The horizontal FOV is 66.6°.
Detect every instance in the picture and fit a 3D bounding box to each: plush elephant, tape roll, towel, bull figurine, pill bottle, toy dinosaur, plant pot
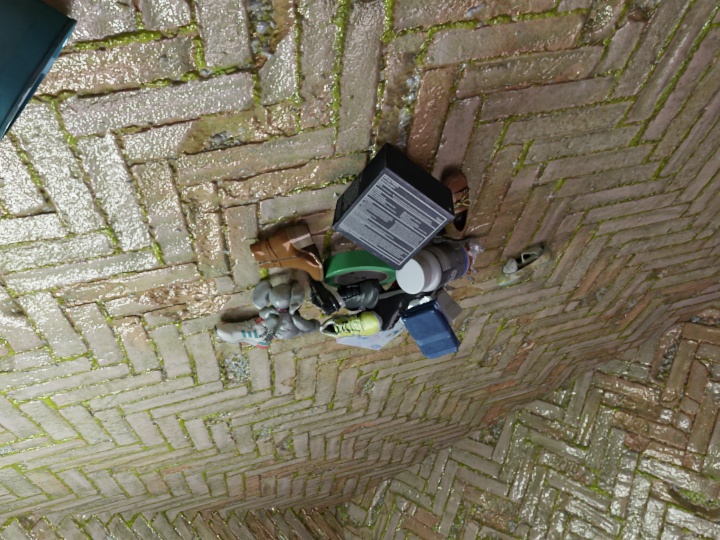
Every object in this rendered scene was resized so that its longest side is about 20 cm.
[{"bbox_3d":[-0.204,0.096,1.483,0.200,0.163,0.156,-25,129,-68],"label":"plush elephant"},{"bbox_3d":[0.000,0.000,1.463,0.198,0.049,0.201,-3,163,-1],"label":"tape roll"},{"bbox_3d":[0.194,0.166,1.516,0.111,0.049,0.200,-19,131,18],"label":"towel"},{"bbox_3d":[0.282,-0.016,1.611,0.199,0.065,0.122,-24,114,20],"label":"bull figurine"},{"bbox_3d":[0.191,-0.009,1.456,0.199,0.114,0.114,-19,154,-43],"label":"pill bottle"},{"bbox_3d":[0.201,-0.092,1.461,0.198,0.088,0.048,1,105,-9],"label":"toy dinosaur"},{"bbox_3d":[-0.516,-0.308,0.720,0.187,0.201,0.200,33,122,-32],"label":"plant pot"}]

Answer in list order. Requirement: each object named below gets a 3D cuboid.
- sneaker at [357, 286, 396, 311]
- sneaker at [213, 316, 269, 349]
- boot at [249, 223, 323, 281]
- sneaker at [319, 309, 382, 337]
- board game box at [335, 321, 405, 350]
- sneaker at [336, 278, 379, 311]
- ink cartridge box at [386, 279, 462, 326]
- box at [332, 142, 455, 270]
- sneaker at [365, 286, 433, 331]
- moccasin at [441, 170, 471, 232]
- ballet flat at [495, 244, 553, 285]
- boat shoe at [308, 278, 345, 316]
[{"bbox_3d":[0.027,0.078,1.601,0.198,0.088,0.074,6,-171,13],"label":"sneaker"},{"bbox_3d":[-0.326,0.163,1.587,0.199,0.070,0.094,22,111,-42],"label":"sneaker"},{"bbox_3d":[-0.181,-0.028,1.377,0.154,0.074,0.201,-20,135,-1],"label":"boot"},{"bbox_3d":[-0.026,0.157,1.514,0.199,0.076,0.076,-14,-175,37],"label":"sneaker"},{"bbox_3d":[0.050,0.186,1.813,0.199,0.044,0.199,17,131,-42],"label":"board game box"},{"bbox_3d":[-0.019,0.067,1.473,0.090,0.077,0.200,10,157,-29],"label":"sneaker"},{"bbox_3d":[0.177,0.099,1.606,0.144,0.200,0.084,-50,171,37],"label":"ink cartridge box"},{"bbox_3d":[0.075,-0.141,1.242,0.199,0.124,0.198,32,126,-20],"label":"box"},{"bbox_3d":[0.114,0.102,1.522,0.198,0.107,0.075,-13,-175,13],"label":"sneaker"},{"bbox_3d":[0.242,-0.170,1.378,0.073,0.078,0.202,-16,146,-5],"label":"moccasin"},{"bbox_3d":[0.512,-0.023,1.742,0.199,0.071,0.071,-28,145,14],"label":"ballet flat"},{"bbox_3d":[-0.106,0.067,1.448,0.060,0.200,0.076,-35,109,-13],"label":"boat shoe"}]
